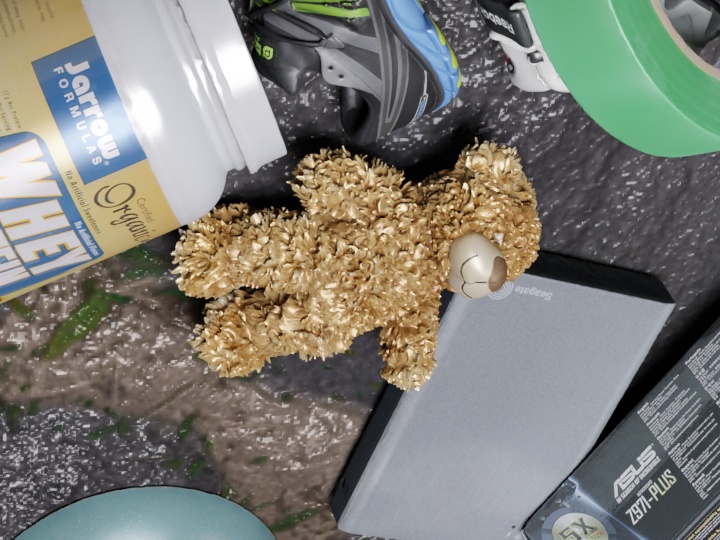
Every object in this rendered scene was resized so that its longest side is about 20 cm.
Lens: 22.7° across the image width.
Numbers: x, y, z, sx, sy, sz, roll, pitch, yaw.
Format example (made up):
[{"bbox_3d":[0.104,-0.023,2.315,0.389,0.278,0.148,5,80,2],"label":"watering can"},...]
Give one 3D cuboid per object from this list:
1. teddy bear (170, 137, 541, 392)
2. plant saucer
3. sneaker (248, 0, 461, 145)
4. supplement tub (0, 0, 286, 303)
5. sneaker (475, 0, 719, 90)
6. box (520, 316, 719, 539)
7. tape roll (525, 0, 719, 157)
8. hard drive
[{"bbox_3d":[0.000,0.000,0.934,0.197,0.067,0.147,2,112,-7],"label":"teddy bear"},{"bbox_3d":[-0.136,0.218,1.086,0.198,0.036,0.202,-9,128,-12],"label":"plant saucer"},{"bbox_3d":[-0.025,-0.129,0.844,0.082,0.071,0.200,-38,131,3],"label":"sneaker"},{"bbox_3d":[-0.146,-0.070,0.798,0.198,0.145,0.146,-23,130,-1],"label":"supplement tub"},{"bbox_3d":[0.088,-0.133,0.871,0.199,0.074,0.089,26,111,-32],"label":"sneaker"},{"bbox_3d":[0.226,0.137,1.100,0.163,0.086,0.200,22,115,-44],"label":"box"},{"bbox_3d":[0.150,-0.155,0.820,0.199,0.048,0.203,5,82,-42],"label":"tape roll"},{"bbox_3d":[0.081,0.078,1.061,0.138,0.033,0.201,11,120,-26],"label":"hard drive"}]
